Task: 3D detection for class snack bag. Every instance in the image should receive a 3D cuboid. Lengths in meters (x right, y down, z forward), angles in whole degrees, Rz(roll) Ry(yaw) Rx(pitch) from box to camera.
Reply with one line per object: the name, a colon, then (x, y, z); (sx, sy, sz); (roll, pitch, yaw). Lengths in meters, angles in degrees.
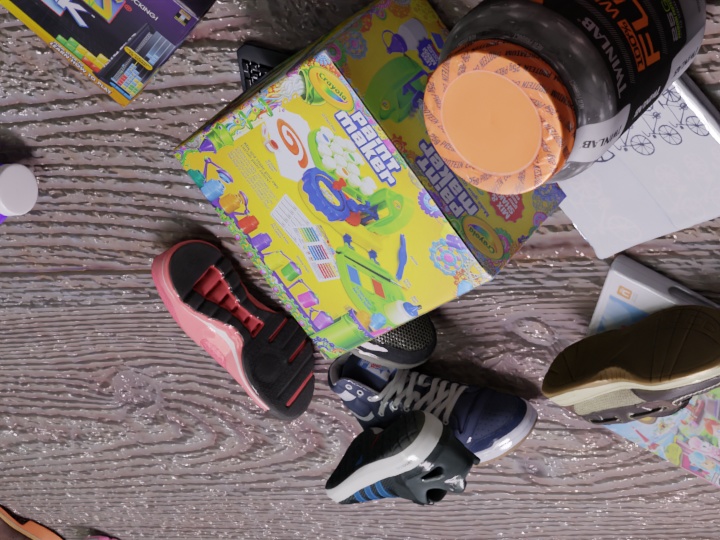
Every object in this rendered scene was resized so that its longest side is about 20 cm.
snack bag: (0.177, -0.094, 1.574); (0.189, 0.021, 0.200); (46, 146, -17)

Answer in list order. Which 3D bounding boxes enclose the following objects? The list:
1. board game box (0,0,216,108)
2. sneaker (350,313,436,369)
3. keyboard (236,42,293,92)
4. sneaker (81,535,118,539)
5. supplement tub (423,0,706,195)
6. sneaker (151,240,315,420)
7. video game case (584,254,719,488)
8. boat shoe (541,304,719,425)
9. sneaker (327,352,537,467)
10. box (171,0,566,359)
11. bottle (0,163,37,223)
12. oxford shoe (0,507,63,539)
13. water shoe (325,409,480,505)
board game box: (-0.218, -0.239, 1.715); (0.200, 0.057, 0.165); (40, 148, -7)
sneaker: (0.000, 0.000, 1.801); (0.200, 0.076, 0.114); (48, 152, -10)
keyboard: (-0.011, -0.109, 1.708); (0.199, 0.040, 0.104); (18, 143, 27)
sneaker: (-0.250, 0.381, 2.521); (0.200, 0.079, 0.095); (34, 159, 5)
supplement tub: (0.128, -0.134, 1.387); (0.122, 0.200, 0.123); (17, 127, 24)
sneaker: (-0.116, 0.051, 1.995); (0.200, 0.074, 0.087); (52, 157, -17)
video game case: (0.259, 0.090, 1.732); (0.182, 0.022, 0.200); (28, 147, 12)
boat shoe: (0.226, 0.077, 1.672); (0.065, 0.073, 0.200); (39, 151, -26)
sneaker: (0.054, 0.108, 1.895); (0.200, 0.070, 0.109); (-2, 134, 47)
box: (0.005, -0.070, 1.614); (0.192, 0.122, 0.200); (-27, 103, 46)
bottle: (-0.379, -0.070, 2.048); (0.200, 0.084, 0.065); (-3, 122, 43)
oxford shoe: (-0.441, 0.321, 2.606); (0.199, 0.073, 0.071); (18, 144, 25)
water shoe: (0.033, 0.177, 1.875); (0.079, 0.072, 0.200); (37, 157, -9)
